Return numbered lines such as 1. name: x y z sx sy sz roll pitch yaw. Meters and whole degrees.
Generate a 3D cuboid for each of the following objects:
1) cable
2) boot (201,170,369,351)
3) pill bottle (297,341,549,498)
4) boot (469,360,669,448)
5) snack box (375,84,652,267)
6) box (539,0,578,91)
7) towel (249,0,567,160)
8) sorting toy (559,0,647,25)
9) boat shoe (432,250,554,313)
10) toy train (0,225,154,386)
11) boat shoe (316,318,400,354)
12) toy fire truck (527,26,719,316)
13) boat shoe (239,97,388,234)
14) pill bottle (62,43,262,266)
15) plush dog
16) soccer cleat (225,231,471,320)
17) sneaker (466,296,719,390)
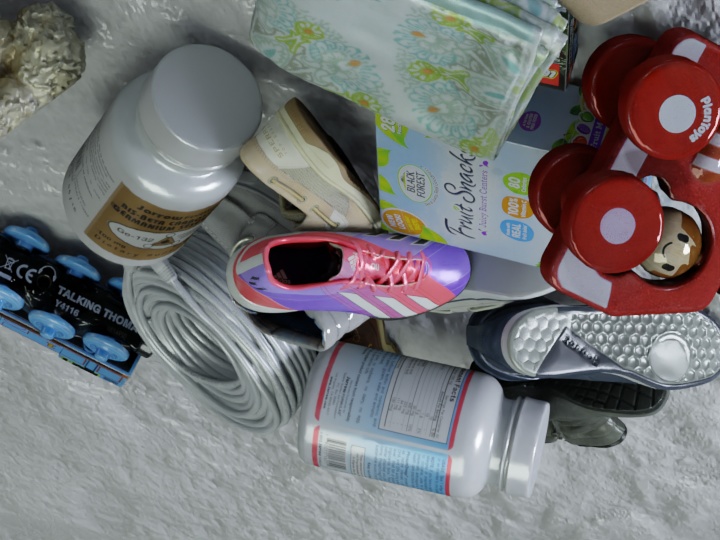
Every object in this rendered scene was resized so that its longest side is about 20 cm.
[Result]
1. cable: -0.124 0.052 1.921 0.200 0.069 0.200 42 155 5
2. boot: -0.078 -0.009 1.767 0.199 0.095 0.074 29 133 24
3. pill bottle: 0.054 0.130 1.855 0.199 0.109 0.109 12 151 9
4. boot: 0.202 0.111 1.904 0.199 0.068 0.131 4 153 39
5. snack box: 0.114 -0.074 1.622 0.199 0.068 0.169 15 152 12
6. box: 0.049 -0.195 1.484 0.199 0.038 0.137 13 150 11
7. towel: 0.026 -0.157 1.459 0.199 0.048 0.171 25 152 0
8. sorting toy: 0.159 -0.243 1.315 0.199 0.037 0.185 -21 132 36
9. boat shoe: 0.100 0.000 1.762 0.199 0.072 0.066 -16 166 32
10. toy train: -0.277 0.032 2.024 0.199 0.087 0.114 26 159 -8
11. boat shoe: -0.017 0.068 1.943 0.072 0.068 0.200 4 147 26
12. toy fire truck: 0.216 -0.057 1.472 0.167 0.201 0.112 24 -171 -16
13. boat shoe: -0.036 -0.064 1.685 0.065 0.072 0.200 -35 153 4
14. pill bottle: -0.151 -0.091 1.704 0.114 0.115 0.200 26 149 -13
15. plush dog: -0.336 -0.165 1.683 0.200 0.160 0.172 -22 108 51
16. soccer cleat: 0.000 0.000 1.677 0.199 0.069 0.073 0 169 -21
17. sneaker: 0.185 0.057 1.803 0.201 0.077 0.146 5 177 -20
